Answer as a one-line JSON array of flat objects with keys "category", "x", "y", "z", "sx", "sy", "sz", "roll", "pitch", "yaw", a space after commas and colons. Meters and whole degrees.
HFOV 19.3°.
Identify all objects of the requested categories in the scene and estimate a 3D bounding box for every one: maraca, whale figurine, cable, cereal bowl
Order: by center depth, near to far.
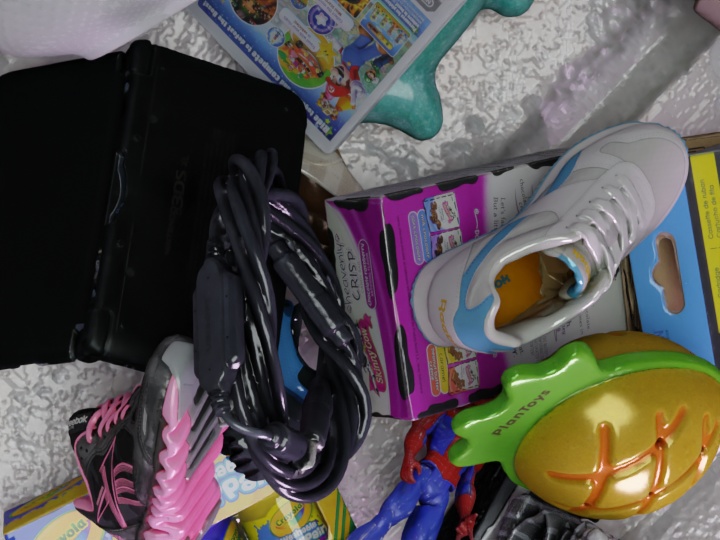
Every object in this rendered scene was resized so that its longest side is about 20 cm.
[{"category": "cable", "x": -0.038, "y": 0.025, "z": 1.191, "sx": 0.051, "sy": 0.163, "sz": 0.201, "roll": -17, "pitch": 61, "yaw": 23}, {"category": "cereal bowl", "x": -0.139, "y": -0.182, "z": 1.232, "sx": 0.200, "sy": 0.200, "sz": 0.083, "roll": -33, "pitch": 102, "yaw": -5}, {"category": "maraca", "x": 0.138, "y": 0.090, "z": 1.262, "sx": 0.200, "sy": 0.107, "sz": 0.137, "roll": 14, "pitch": 129, "yaw": -43}, {"category": "whale figurine", "x": 0.035, "y": -0.182, "z": 1.308, "sx": 0.159, "sy": 0.104, "sz": 0.201, "roll": 12, "pitch": 95, "yaw": -11}]

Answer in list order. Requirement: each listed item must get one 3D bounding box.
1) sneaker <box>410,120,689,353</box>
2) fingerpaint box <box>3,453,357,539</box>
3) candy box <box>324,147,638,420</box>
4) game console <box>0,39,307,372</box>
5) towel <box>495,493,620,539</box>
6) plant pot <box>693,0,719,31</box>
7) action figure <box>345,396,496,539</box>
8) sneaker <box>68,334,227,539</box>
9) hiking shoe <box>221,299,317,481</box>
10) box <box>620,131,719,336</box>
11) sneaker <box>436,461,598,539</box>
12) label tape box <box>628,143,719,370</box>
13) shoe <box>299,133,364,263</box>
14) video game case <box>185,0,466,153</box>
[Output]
[{"category": "sneaker", "x": 0.127, "y": -0.016, "z": 1.244, "sx": 0.200, "sy": 0.081, "sz": 0.077, "roll": -39, "pitch": 113, "yaw": -20}, {"category": "fingerpaint box", "x": -0.101, "y": 0.187, "z": 1.340, "sx": 0.199, "sy": 0.073, "sz": 0.167, "roll": -26, "pitch": 99, "yaw": -6}, {"category": "candy box", "x": 0.078, "y": 0.004, "z": 1.313, "sx": 0.200, "sy": 0.061, "sz": 0.137, "roll": -13, "pitch": 99, "yaw": -38}, {"category": "game console", "x": -0.140, "y": -0.024, "z": 1.276, "sx": 0.175, "sy": 0.116, "sz": 0.201, "roll": 16, "pitch": 66, "yaw": -24}, {"category": "towel", "x": 0.133, "y": 0.245, "z": 1.349, "sx": 0.200, "sy": 0.086, "sz": 0.166, "roll": 32, "pitch": 92, "yaw": -43}, {"category": "plant pot", "x": 0.220, "y": -0.268, "z": 1.302, "sx": 0.173, "sy": 0.200, "sz": 0.200, "roll": 34, "pitch": 90, "yaw": 6}, {"category": "action figure", "x": 0.041, "y": 0.143, "z": 1.334, "sx": 0.065, "sy": 0.052, "sz": 0.200, "roll": 46, "pitch": 52, "yaw": -18}, {"category": "sneaker", "x": -0.128, "y": 0.099, "z": 1.213, "sx": 0.095, "sy": 0.200, "sz": 0.079, "roll": 29, "pitch": 51, "yaw": 13}, {"category": "hiking shoe", "x": -0.079, "y": 0.035, "z": 1.304, "sx": 0.087, "sy": 0.074, "sz": 0.200, "roll": -27, "pitch": 66, "yaw": -14}, {"category": "box", "x": 0.257, "y": -0.011, "z": 1.376, "sx": 0.199, "sy": 0.021, "sz": 0.164, "roll": -9, "pitch": 97, "yaw": -25}, {"category": "sneaker", "x": 0.117, "y": 0.153, "z": 1.374, "sx": 0.083, "sy": 0.072, "sz": 0.200, "roll": 33, "pitch": 91, "yaw": -13}, {"category": "label tape box", "x": 0.271, "y": -0.014, "z": 1.321, "sx": 0.199, "sy": 0.063, "sz": 0.145, "roll": -8, "pitch": 99, "yaw": 17}, {"category": "shoe", "x": 0.000, "y": 0.000, "z": 1.340, "sx": 0.070, "sy": 0.053, "sz": 0.200, "roll": -34, "pitch": 98, "yaw": 12}, {"category": "video game case", "x": -0.010, "y": -0.186, "z": 1.271, "sx": 0.143, "sy": 0.018, "sz": 0.200, "roll": 46, "pitch": 123, "yaw": 4}]
